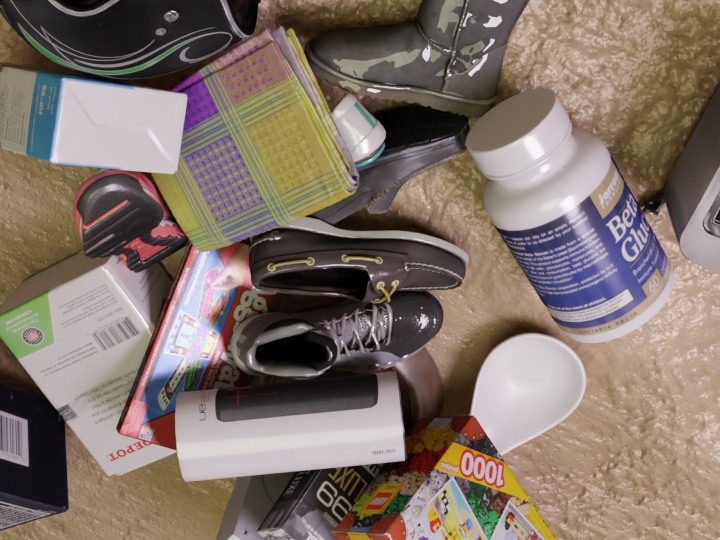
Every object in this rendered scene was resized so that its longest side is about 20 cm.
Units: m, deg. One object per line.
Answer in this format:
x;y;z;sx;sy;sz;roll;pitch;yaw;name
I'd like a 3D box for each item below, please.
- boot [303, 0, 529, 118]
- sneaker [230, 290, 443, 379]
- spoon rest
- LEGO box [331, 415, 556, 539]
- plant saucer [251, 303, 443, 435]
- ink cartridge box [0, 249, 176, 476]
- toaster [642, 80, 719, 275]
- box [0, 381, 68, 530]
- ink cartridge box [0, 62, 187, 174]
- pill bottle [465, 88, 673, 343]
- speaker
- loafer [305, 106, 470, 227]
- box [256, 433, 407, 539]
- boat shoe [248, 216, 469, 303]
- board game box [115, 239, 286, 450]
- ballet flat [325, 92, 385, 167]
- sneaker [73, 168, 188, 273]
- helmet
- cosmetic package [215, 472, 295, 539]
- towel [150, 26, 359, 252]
0.059;-0.231;0.915;0.181;0.073;0.201;8;127;-11;boot
-0.012;0.064;1.032;0.199;0.115;0.075;-12;95;-9;sneaker
0.132;0.138;1.112;0.099;0.061;0.200;33;119;-9;spoon rest
0.090;0.254;1.053;0.077;0.149;0.200;-12;119;49;LEGO box
-0.018;0.127;1.147;0.199;0.032;0.201;4;120;6;plant saucer
-0.231;0.081;1.125;0.145;0.084;0.200;-24;112;21;ink cartridge box
0.350;-0.072;0.928;0.180;0.119;0.201;22;120;-2;toaster
-0.428;0.187;1.144;0.198;0.124;0.200;-21;151;19;box
-0.248;-0.130;0.961;0.199;0.115;0.067;17;102;45;ink cartridge box
0.170;-0.046;0.964;0.111;0.111;0.200;-25;118;21;pill bottle
-0.061;0.138;1.028;0.199;0.081;0.082;-5;118;1;speaker
0.010;-0.085;1.010;0.199;0.073;0.072;-14;125;27;loafer
0.021;0.244;1.096;0.200;0.158;0.050;47;146;-15;box
0.000;0.000;1.028;0.200;0.061;0.072;8;152;-13;boat shoe
-0.140;0.069;1.072;0.103;0.019;0.201;21;92;-25;board game box
-0.069;-0.112;0.983;0.199;0.069;0.070;-8;119;36;ballet flat
-0.211;-0.058;0.996;0.074;0.200;0.087;-30;79;-3;sneaker
-0.185;-0.237;0.880;0.190;0.200;0.201;-5;118;8;helmet
-0.043;0.280;1.166;0.200;0.151;0.052;35;118;-11;cosmetic package
-0.098;-0.100;0.959;0.199;0.023;0.144;-21;100;39;towel
